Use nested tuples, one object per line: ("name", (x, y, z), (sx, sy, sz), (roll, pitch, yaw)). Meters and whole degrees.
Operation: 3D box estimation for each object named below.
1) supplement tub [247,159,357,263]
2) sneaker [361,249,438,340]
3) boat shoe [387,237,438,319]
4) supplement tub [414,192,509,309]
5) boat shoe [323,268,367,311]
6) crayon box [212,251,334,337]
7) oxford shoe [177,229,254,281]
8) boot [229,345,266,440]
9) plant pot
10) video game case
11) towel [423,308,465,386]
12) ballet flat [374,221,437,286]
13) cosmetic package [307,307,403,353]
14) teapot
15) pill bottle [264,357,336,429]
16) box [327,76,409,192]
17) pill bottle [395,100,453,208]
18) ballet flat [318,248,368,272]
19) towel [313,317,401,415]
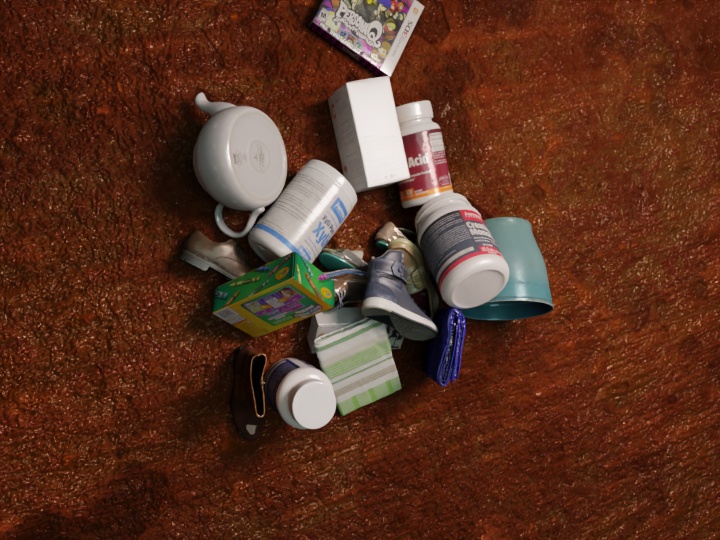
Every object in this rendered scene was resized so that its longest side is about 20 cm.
("supplement tub", (-0.111, -0.097, 1.183), (0.132, 0.132, 0.201), (41, 73, -16))
("sneaker", (0.085, 0.045, 1.210), (0.201, 0.076, 0.149), (32, 49, -38))
("boat shoe", (0.112, 0.025, 1.274), (0.073, 0.067, 0.202), (-19, 121, 23))
("supplement tub", (0.196, -0.040, 1.218), (0.138, 0.142, 0.202), (-4, 50, -20))
("boat shoe", (-0.058, 0.046, 1.216), (0.196, 0.073, 0.073), (0, 124, -1))
("crayon box", (-0.159, 0.049, 1.125), (0.119, 0.197, 0.059), (39, 39, -43))
("oxford shoe", (-0.239, -0.017, 1.175), (0.198, 0.072, 0.086), (27, 79, -19))
("boot", (-0.190, 0.237, 1.125), (0.067, 0.199, 0.193), (4, 89, -20))
("plant pot", (0.306, -0.005, 1.325), (0.196, 0.200, 0.192), (5, 73, -20))
("video game case", (0.016, -0.531, 1.286), (0.198, 0.036, 0.184), (30, 79, -18))
("towel", (0.174, 0.154, 1.261), (0.049, 0.200, 0.151), (12, 86, -2))
("ballet flat", (0.122, -0.039, 1.315), (0.198, 0.068, 0.068), (34, 68, -19))
("cosmetic package", (-0.004, 0.121, 1.254), (0.196, 0.051, 0.084), (-1, 127, -20))
("teapot", (-0.239, -0.198, 1.140), (0.198, 0.144, 0.203), (48, 48, -45))
("pill bottle", (-0.113, 0.232, 1.154), (0.109, 0.199, 0.114), (0, 90, -20))
("box", (0.014, -0.268, 1.240), (0.096, 0.124, 0.204), (-14, 96, -20))
("pill bottle", (0.121, -0.241, 1.285), (0.112, 0.114, 0.204), (-15, 95, -19))
("ballet flat", (0.000, 0.000, 1.275), (0.199, 0.072, 0.073), (36, 79, -17))
("towel", (-0.004, 0.191, 1.242), (0.147, 0.031, 0.203), (-21, 123, -7))
